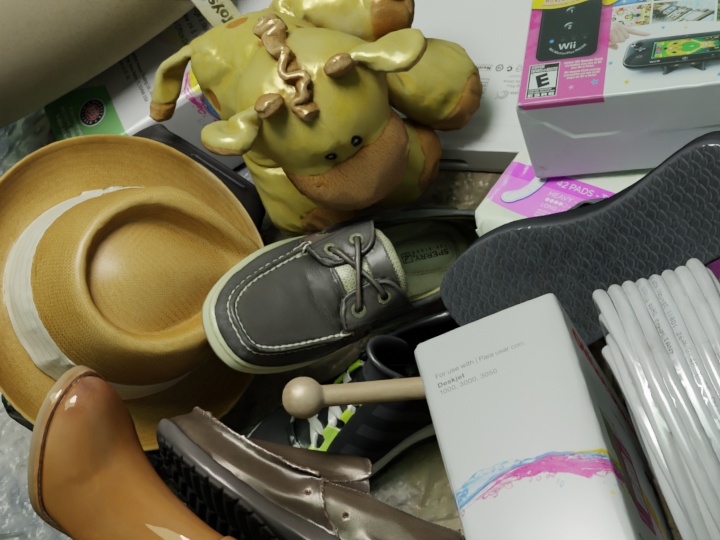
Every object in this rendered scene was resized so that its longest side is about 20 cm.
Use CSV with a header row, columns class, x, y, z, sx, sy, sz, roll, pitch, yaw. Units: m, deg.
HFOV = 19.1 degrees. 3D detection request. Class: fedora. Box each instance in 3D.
class,x,y,z,sx,sy,sz,roll,pitch,yaw
fedora,-0.121,0.007,1.203,0.082,0.200,0.201,-17,45,54

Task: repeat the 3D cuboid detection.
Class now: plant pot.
class,x,y,z,sx,sy,sz,roll,pitch,yaw
plant pot,-0.188,-0.194,1.328,0.200,0.187,0.188,-18,51,-1

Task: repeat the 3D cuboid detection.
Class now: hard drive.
class,x,y,z,sx,sy,sz,roll,pitch,yaw
hard drive,0.084,-0.153,1.357,0.132,0.027,0.200,4,61,29

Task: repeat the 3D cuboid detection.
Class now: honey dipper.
class,x,y,z,sx,sy,sz,roll,pitch,yaw
honey dipper,0.056,0.060,1.153,0.199,0.038,0.038,-3,50,-14

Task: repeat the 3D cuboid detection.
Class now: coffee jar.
class,x,y,z,sx,sy,sz,roll,pitch,yaw
coffee jar,-0.133,0.015,1.297,0.085,0.104,0.200,-19,43,55

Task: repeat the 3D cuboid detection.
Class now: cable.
class,x,y,z,sx,sy,sz,roll,pitch,yaw
cable,0.176,0.092,1.031,0.069,0.200,0.200,-23,45,5

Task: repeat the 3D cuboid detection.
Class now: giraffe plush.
class,x,y,z,sx,sy,sz,roll,pitch,yaw
giraffe plush,-0.021,-0.098,1.208,0.173,0.200,0.162,-55,19,6

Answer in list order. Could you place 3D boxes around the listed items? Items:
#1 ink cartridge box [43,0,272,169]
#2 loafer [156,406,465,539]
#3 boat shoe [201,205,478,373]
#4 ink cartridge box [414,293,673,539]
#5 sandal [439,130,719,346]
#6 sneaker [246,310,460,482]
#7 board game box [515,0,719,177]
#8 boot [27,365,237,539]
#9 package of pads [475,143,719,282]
class,x,y,z,sx,sy,sz,roll,pitch,yaw
ink cartridge box,-0.109,-0.141,1.406,0.200,0.084,0.145,-31,50,5
loafer,-0.024,0.132,1.176,0.200,0.073,0.071,32,62,14
boat shoe,0.001,0.001,1.199,0.066,0.201,0.072,-31,81,49
ink cartridge box,0.107,0.134,1.072,0.084,0.145,0.200,-24,51,10
sandal,0.132,-0.010,1.112,0.200,0.076,0.043,-24,9,32
sneaker,0.008,0.064,1.209,0.200,0.083,0.072,-27,50,7
board game box,0.173,-0.150,1.200,0.147,0.064,0.200,-4,47,18
boot,-0.090,0.148,1.139,0.154,0.200,0.074,14,41,35
package of pads,0.174,-0.057,1.209,0.154,0.068,0.200,21,61,35
